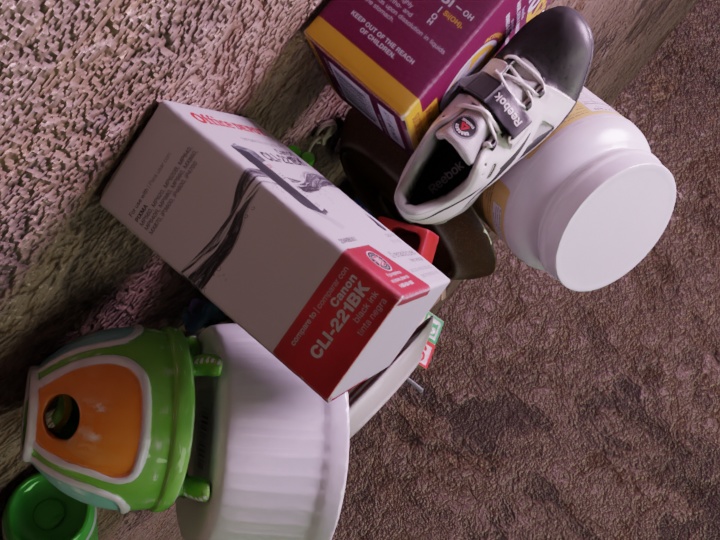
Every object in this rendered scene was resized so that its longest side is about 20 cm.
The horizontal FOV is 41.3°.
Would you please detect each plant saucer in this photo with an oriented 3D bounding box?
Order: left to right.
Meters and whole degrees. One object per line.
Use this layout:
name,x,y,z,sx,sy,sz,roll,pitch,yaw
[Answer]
plant saucer,0.044,-0.061,0.880,0.034,0.200,0.201,-42,168,-11

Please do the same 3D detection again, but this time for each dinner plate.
dinner plate,0.004,0.119,0.888,0.200,0.024,0.200,-45,179,-1

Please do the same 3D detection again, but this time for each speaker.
speaker,-0.297,0.261,0.925,0.088,0.088,0.201,-42,168,-30

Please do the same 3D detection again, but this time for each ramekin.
ramekin,-0.088,0.137,0.774,0.096,0.203,0.201,7,141,-21

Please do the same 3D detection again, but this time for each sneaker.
sneaker,0.098,-0.109,0.712,0.201,0.074,0.088,-52,171,17

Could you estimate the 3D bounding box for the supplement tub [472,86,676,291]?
supplement tub,0.158,-0.092,0.825,0.144,0.200,0.147,-20,136,-20

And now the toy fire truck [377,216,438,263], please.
toy fire truck,-0.016,-0.024,0.834,0.141,0.198,0.049,19,87,-67

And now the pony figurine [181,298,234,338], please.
pony figurine,-0.106,0.070,0.932,0.199,0.168,0.192,-37,167,22

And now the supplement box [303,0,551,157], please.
supplement box,0.065,-0.204,0.730,0.201,0.103,0.131,-50,169,0

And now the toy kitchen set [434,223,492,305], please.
toy kitchen set,0.108,-0.007,1.195,0.163,0.178,0.203,-39,134,-48

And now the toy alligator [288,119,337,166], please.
toy alligator,-0.065,-0.067,0.803,0.200,0.054,0.060,-41,167,-38

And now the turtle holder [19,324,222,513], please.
turtle holder,-0.187,0.102,0.725,0.186,0.130,0.143,-131,-130,-62

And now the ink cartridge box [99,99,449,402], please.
ink cartridge box,-0.052,-0.019,0.640,0.084,0.199,0.144,-54,168,13

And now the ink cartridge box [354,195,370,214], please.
ink cartridge box,0.056,-0.082,1.082,0.202,0.076,0.136,-61,163,-4

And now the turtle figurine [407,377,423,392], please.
turtle figurine,0.006,0.066,1.343,0.194,0.197,0.146,95,3,-66

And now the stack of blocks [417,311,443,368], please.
stack of blocks,-0.014,0.055,1.107,0.199,0.115,0.059,1,-116,54
